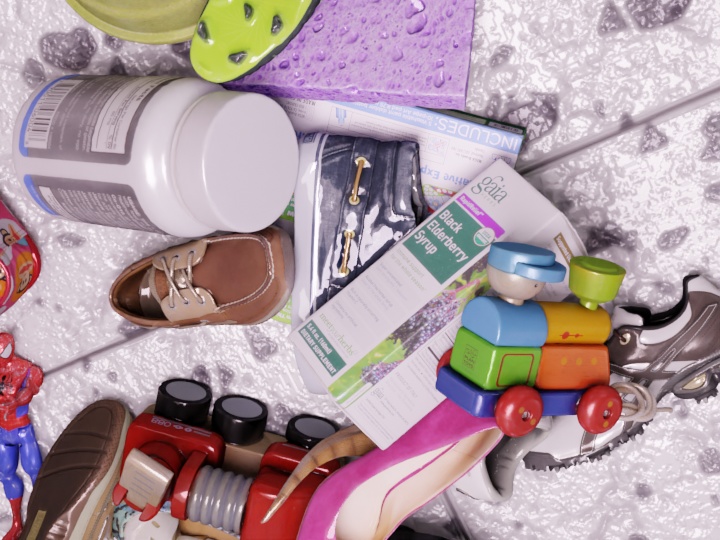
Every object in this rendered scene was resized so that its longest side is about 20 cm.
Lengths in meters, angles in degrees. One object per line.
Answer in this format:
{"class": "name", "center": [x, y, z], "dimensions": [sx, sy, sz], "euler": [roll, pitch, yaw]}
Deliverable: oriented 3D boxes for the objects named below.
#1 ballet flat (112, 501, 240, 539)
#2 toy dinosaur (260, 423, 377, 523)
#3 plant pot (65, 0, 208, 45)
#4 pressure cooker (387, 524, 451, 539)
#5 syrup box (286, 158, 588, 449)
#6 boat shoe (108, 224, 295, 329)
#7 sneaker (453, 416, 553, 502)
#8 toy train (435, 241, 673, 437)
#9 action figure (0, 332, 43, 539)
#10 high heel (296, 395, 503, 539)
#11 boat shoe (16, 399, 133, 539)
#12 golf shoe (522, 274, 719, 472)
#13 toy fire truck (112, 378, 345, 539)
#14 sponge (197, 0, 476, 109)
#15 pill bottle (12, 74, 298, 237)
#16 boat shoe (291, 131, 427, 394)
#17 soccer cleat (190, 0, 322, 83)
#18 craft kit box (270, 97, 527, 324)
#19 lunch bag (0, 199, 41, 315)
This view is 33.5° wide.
{"class": "ballet flat", "center": [-0.141, 0.238, 1.027], "dimensions": [0.199, 0.074, 0.074], "euler": [14, 109, 7]}
{"class": "toy dinosaur", "center": [0.014, 0.125, 0.922], "dimensions": [0.060, 0.199, 0.107], "euler": [-47, 51, 51]}
{"class": "plant pot", "center": [-0.164, -0.267, 0.788], "dimensions": [0.200, 0.184, 0.201], "euler": [0, 89, 13]}
{"class": "pressure cooker", "center": [0.036, 0.301, 0.950], "dimensions": [0.176, 0.200, 0.179], "euler": [28, 132, -21]}
{"class": "syrup box", "center": [0.057, 0.023, 0.839], "dimensions": [0.200, 0.079, 0.081], "euler": [-40, 136, -1]}
{"class": "boat shoe", "center": [-0.123, 0.012, 0.904], "dimensions": [0.200, 0.072, 0.076], "euler": [-20, 79, 48]}
{"class": "sneaker", "center": [0.121, 0.079, 0.895], "dimensions": [0.074, 0.088, 0.201], "euler": [13, 98, -36]}
{"class": "toy train", "center": [0.153, 0.043, 0.809], "dimensions": [0.199, 0.085, 0.116], "euler": [3, 107, -33]}
{"class": "action figure", "center": [-0.305, 0.156, 1.023], "dimensions": [0.065, 0.099, 0.201], "euler": [0, 104, 11]}
{"class": "high heel", "center": [0.026, 0.169, 0.861], "dimensions": [0.067, 0.096, 0.200], "euler": [40, 86, -33]}
{"class": "boat shoe", "center": [-0.239, 0.210, 1.013], "dimensions": [0.072, 0.076, 0.200], "euler": [12, 70, 39]}
{"class": "golf shoe", "center": [0.198, 0.077, 0.911], "dimensions": [0.200, 0.078, 0.095], "euler": [-32, 95, 8]}
{"class": "toy fire truck", "center": [-0.112, 0.165, 0.928], "dimensions": [0.175, 0.200, 0.129], "euler": [16, 110, 6]}
{"class": "sponge", "center": [-0.017, -0.179, 0.869], "dimensions": [0.199, 0.030, 0.112], "euler": [5, 78, 10]}
{"class": "pill bottle", "center": [-0.149, -0.084, 0.868], "dimensions": [0.200, 0.114, 0.114], "euler": [9, 111, 37]}
{"class": "boat shoe", "center": [0.000, 0.000, 0.880], "dimensions": [0.091, 0.071, 0.201], "euler": [3, 107, 12]}
{"class": "soccer cleat", "center": [-0.039, -0.205, 0.825], "dimensions": [0.067, 0.081, 0.200], "euler": [39, 92, 13]}
{"class": "craft kit box", "center": [0.007, -0.040, 0.926], "dimensions": [0.199, 0.049, 0.198], "euler": [17, 107, 6]}
{"class": "lunch bag", "center": [-0.381, -0.024, 0.981], "dimensions": [0.176, 0.082, 0.200], "euler": [-33, 99, 19]}
